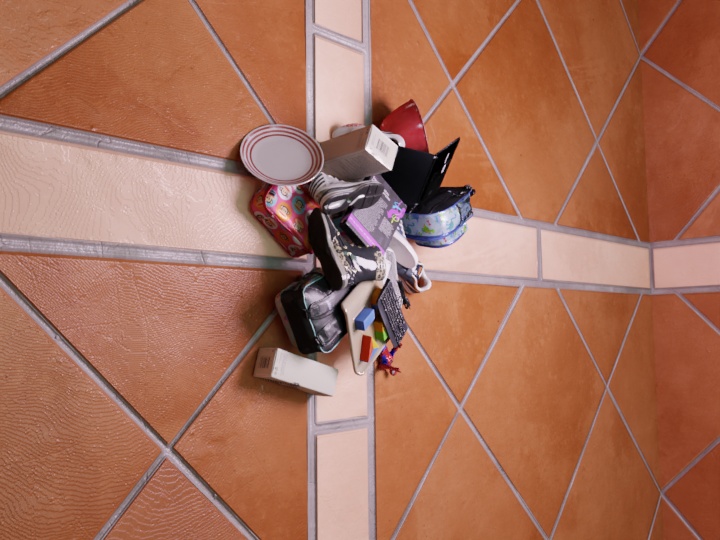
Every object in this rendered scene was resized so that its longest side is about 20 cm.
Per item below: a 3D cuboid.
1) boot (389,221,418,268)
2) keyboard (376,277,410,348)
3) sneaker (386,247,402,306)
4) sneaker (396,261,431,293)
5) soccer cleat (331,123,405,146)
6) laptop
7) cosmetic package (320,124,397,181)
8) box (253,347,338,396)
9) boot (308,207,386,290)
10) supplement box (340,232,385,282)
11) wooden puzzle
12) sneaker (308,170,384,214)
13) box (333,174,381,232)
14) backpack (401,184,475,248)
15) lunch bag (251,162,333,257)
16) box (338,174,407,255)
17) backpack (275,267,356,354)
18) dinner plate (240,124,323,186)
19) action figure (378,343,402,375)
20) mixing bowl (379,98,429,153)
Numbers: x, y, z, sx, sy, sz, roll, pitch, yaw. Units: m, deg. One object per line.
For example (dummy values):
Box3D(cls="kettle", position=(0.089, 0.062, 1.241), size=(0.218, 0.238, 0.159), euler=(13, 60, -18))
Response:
Box3D(cls="boot", position=(0.098, -0.105, 1.816), size=(0.200, 0.073, 0.090), euler=(47, 51, -3))
Box3D(cls="keyboard", position=(0.090, 0.092, 1.661), size=(0.129, 0.020, 0.202), euler=(-63, 149, -31))
Box3D(cls="sneaker", position=(0.065, 0.045, 1.789), size=(0.071, 0.084, 0.206), euler=(1, 84, -24))
Box3D(cls="sneaker", position=(0.126, -0.013, 1.866), size=(0.200, 0.078, 0.080), euler=(43, 59, -31))
Box3D(cls="soccer cleat", position=(0.019, -0.339, 1.724), size=(0.085, 0.195, 0.070), euler=(-62, 163, -74))
Box3D(cls="laptop", position=(0.151, -0.273, 1.765), size=(0.103, 0.179, 0.199), euler=(37, 48, 16))
Box3D(cls="cosmetic package", position=(-0.013, -0.288, 1.671), size=(0.103, 0.197, 0.075), euler=(33, 65, -37))
Box3D(cls="box", position=(-0.150, 0.242, 1.570), size=(0.198, 0.081, 0.070), euler=(26, 68, -38))
Box3D(cls="boot", position=(-0.032, -0.054, 1.573), size=(0.151, 0.073, 0.208), euler=(-6, 66, -40))
Box3D(cls="supplement box", position=(0.000, 0.000, 1.724), size=(0.100, 0.102, 0.206), euler=(7, 83, -42))
Box3D(cls="wooden puzzle", position=(0.028, 0.124, 1.612), size=(0.185, 0.045, 0.204), euler=(-47, 133, -47))
Box3D(cls="sneaker", position=(-0.039, -0.206, 1.597), size=(0.197, 0.116, 0.077), euler=(-15, 141, -39))
Box3D(cls="box", position=(-0.019, -0.191, 1.737), size=(0.049, 0.081, 0.202), euler=(46, 57, -30))
Box3D(cls="backpack", position=(0.210, -0.148, 1.886), size=(0.199, 0.180, 0.150), euler=(-33, 121, -42))
Box3D(cls="lunch bag", position=(-0.157, -0.153, 1.606), size=(0.200, 0.081, 0.178), euler=(47, 52, -29))
Box3D(cls="box", position=(0.035, -0.139, 1.686), size=(0.143, 0.036, 0.202), euler=(47, 52, -25))
Box3D(cls="backpack", position=(-0.095, 0.085, 1.587), size=(0.199, 0.151, 0.179), euler=(-36, 110, -41))
Box3D(cls="dinner plate", position=(-0.184, -0.266, 1.554), size=(0.195, 0.024, 0.204), euler=(8, 53, -10))
Box3D(cls="action figure", position=(0.070, 0.199, 1.780), size=(0.065, 0.098, 0.204), euler=(-39, 115, -38))
Box3D(cls="mixing bowl", position=(0.113, -0.357, 1.833), size=(0.106, 0.200, 0.205), euler=(-15, 99, -3))
